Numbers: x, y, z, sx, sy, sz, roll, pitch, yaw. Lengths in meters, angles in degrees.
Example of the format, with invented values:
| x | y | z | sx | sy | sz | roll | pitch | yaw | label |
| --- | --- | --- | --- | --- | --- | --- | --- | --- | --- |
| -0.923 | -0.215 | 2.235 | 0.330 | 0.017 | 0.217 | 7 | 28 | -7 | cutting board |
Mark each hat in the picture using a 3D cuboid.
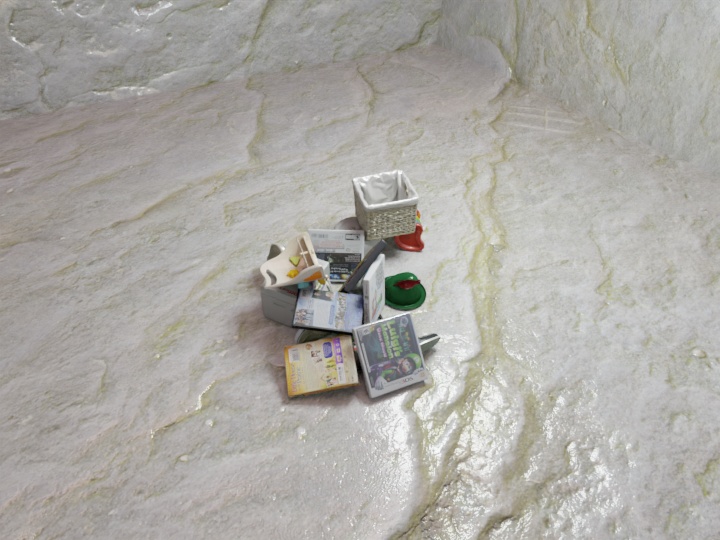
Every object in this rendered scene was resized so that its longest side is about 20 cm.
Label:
| x | y | z | sx | sy | sz | roll | pitch | yaw | label |
| --- | --- | --- | --- | --- | --- | --- | --- | --- | --- |
| 0.153 | 0.016 | 1.688 | 0.200 | 0.176 | 0.166 | 31 | 48 | 28 | hat |

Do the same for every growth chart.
| x | y | z | sx | sy | sz | roll | pitch | yaw | label |
| --- | --- | --- | --- | --- | --- | --- | --- | --- | --- |
| -0.132 | 0.107 | 1.599 | 0.018 | 0.145 | 0.200 | 8 | 42 | 25 | growth chart |

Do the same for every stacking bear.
| x | y | z | sx | sy | sz | roll | pitch | yaw | label |
| --- | --- | --- | --- | --- | --- | --- | --- | --- | --- |
| 0.189 | -0.179 | 1.969 | 0.114 | 0.122 | 0.200 | -3 | 38 | 9 | stacking bear |

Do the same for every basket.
| x | y | z | sx | sy | sz | roll | pitch | yaw | label |
| --- | --- | --- | --- | --- | --- | --- | --- | --- | --- |
| 0.087 | -0.233 | 1.815 | 0.200 | 0.161 | 0.198 | -12 | 43 | -9 | basket |

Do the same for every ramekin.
| x | y | z | sx | sy | sz | roll | pitch | yaw | label |
| --- | --- | --- | --- | --- | --- | --- | --- | --- | --- |
| -0.016 | -0.113 | 1.883 | 0.200 | 0.105 | 0.200 | 1 | 41 | -1 | ramekin |

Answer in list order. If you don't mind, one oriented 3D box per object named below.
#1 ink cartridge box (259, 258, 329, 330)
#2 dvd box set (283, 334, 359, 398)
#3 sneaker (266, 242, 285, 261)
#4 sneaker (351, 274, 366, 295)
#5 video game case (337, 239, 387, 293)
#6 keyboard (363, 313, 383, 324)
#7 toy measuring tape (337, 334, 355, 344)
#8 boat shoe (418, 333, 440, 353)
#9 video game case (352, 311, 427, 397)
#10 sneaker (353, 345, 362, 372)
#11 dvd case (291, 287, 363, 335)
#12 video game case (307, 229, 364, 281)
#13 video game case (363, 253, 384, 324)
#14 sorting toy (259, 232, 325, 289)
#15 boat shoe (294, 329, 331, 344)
| x | y | z | sx | sy | sz | roll | pitch | yaw | label |
| --- | --- | --- | --- | --- | --- | --- | --- | --- | --- |
| -0.207 | 0.062 | 1.639 | 0.145 | 0.145 | 0.200 | 20 | 44 | 18 | ink cartridge box |
| -0.111 | 0.269 | 1.431 | 0.200 | 0.029 | 0.146 | -12 | 62 | 2 | dvd box set |
| -0.251 | -0.056 | 1.753 | 0.111 | 0.200 | 0.077 | -16 | 79 | -22 | sneaker |
| 0.032 | 0.053 | 1.722 | 0.081 | 0.077 | 0.200 | 18 | 52 | 19 | sneaker |
| 0.000 | 0.000 | 1.633 | 0.025 | 0.181 | 0.200 | 38 | 76 | -4 | video game case |
| 0.044 | 0.186 | 1.608 | 0.127 | 0.021 | 0.200 | -24 | 48 | -27 | keyboard |
| -0.020 | 0.187 | 1.560 | 0.200 | 0.074 | 0.074 | 30 | 48 | 29 | toy measuring tape |
| 0.148 | 0.226 | 1.524 | 0.200 | 0.076 | 0.060 | -19 | 55 | -25 | boat shoe |
| 0.085 | 0.236 | 1.438 | 0.182 | 0.200 | 0.023 | -15 | 0 | -19 | video game case |
| -0.036 | 0.258 | 1.482 | 0.200 | 0.077 | 0.082 | 5 | 66 | 23 | sneaker |
| -0.092 | 0.119 | 1.482 | 0.200 | 0.018 | 0.143 | 8 | 48 | -3 | dvd case |
| -0.088 | -0.051 | 1.777 | 0.200 | 0.182 | 0.023 | 1 | -1 | -2 | video game case |
| 0.044 | 0.069 | 1.582 | 0.024 | 0.182 | 0.200 | 6 | 25 | 15 | video game case |
| -0.212 | -0.003 | 1.536 | 0.180 | 0.107 | 0.200 | -18 | 37 | -7 | sorting toy |
| -0.112 | 0.169 | 1.526 | 0.200 | 0.072 | 0.062 | -39 | 46 | 5 | boat shoe |
